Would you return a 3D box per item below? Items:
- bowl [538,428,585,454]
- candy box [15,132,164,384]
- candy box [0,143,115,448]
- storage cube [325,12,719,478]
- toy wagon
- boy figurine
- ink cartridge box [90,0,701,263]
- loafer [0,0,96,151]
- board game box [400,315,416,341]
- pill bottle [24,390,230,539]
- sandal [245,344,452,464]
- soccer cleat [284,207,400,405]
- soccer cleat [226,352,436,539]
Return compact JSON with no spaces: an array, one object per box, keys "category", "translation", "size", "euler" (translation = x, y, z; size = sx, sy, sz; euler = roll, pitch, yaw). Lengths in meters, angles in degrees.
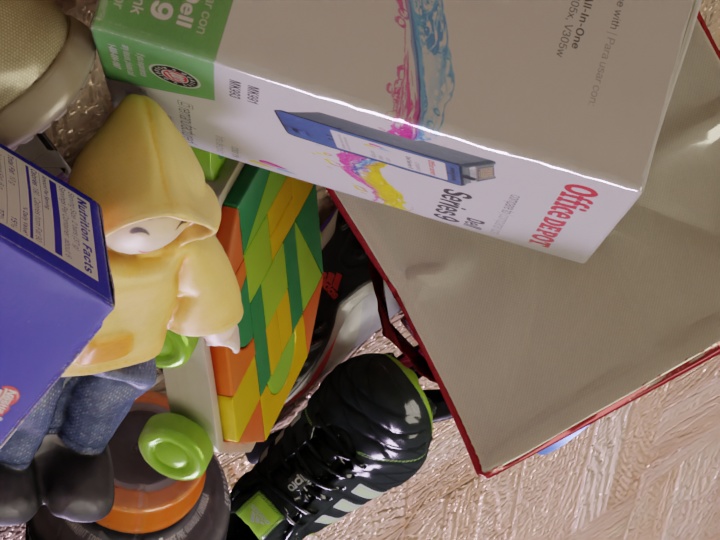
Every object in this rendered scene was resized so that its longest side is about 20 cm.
[{"category":"bowl","translation":[0.156,0.021,1.347],"size":[0.201,0.039,0.201],"euler":[-50,-177,3]},{"category":"candy box","translation":[-0.177,0.026,0.955],"size":[0.167,0.072,0.200],"euler":[-37,156,-5]},{"category":"candy box","translation":[-0.209,0.005,0.754],"size":[0.200,0.077,0.169],"euler":[32,113,-25]},{"category":"storage cube","translation":[0.092,-0.025,0.997],"size":[0.199,0.172,0.180],"euler":[-28,174,3]},{"category":"toy wagon","translation":[-0.057,-0.011,0.994],"size":[0.156,0.039,0.201],"euler":[-64,159,-43]},{"category":"boy figurine","translation":[-0.097,0.016,0.875],"size":[0.124,0.065,0.200],"euler":[3,139,-28]},{"category":"ink cartridge box","translation":[0.011,-0.080,0.829],"size":[0.145,0.199,0.088],"euler":[110,-5,-80]},{"category":"loafer","translation":[-0.190,-0.049,0.816],"size":[0.199,0.076,0.068],"euler":[-32,115,11]},{"category":"board game box","translation":[0.067,0.000,1.223],"size":[0.103,0.019,0.200],"euler":[-37,178,-1]},{"category":"pill bottle","translation":[-0.124,0.144,1.191],"size":[0.106,0.106,0.200],"euler":[-26,152,-26]},{"category":"sandal","translation":[0.019,0.067,1.276],"size":[0.199,0.045,0.075],"euler":[-15,178,23]},{"category":"soccer cleat","translation":[0.000,0.000,1.181],"size":[0.200,0.068,0.073],"euler":[-42,176,2]},{"category":"soccer cleat","translation":[-0.022,0.105,1.185],"size":[0.081,0.068,0.200],"euler":[-36,173,-33]}]
